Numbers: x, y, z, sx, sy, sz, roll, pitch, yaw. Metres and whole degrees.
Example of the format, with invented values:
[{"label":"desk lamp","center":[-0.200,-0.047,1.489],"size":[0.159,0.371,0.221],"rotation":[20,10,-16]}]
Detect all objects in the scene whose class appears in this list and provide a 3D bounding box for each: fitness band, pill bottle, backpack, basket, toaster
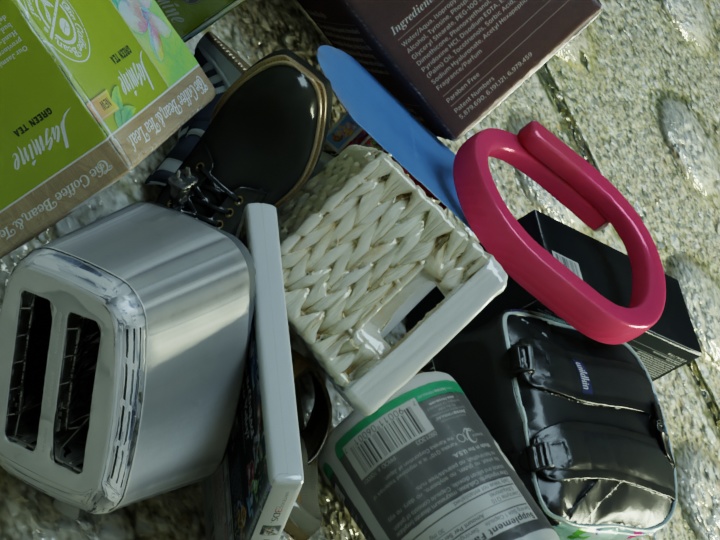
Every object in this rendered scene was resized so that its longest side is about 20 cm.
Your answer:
[{"label":"fitness band","center":[0.148,-0.029,1.773],"size":[0.200,0.037,0.144],"rotation":[37,38,-24]},{"label":"pill bottle","center":[0.066,0.178,1.630],"size":[0.113,0.113,0.200],"rotation":[-1,53,-56]},{"label":"backpack","center":[0.140,0.129,1.779],"size":[0.200,0.150,0.178],"rotation":[7,64,-44]},{"label":"basket","center":[0.000,0.000,1.623],"size":[0.123,0.136,0.200],"rotation":[47,-2,-7]},{"label":"toaster","center":[-0.141,0.048,1.409],"size":[0.113,0.201,0.129],"rotation":[23,25,25]}]

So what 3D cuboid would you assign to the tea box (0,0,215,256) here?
[{"label":"tea box","center":[-0.214,-0.132,1.453],"size":[0.197,0.133,0.200],"rotation":[56,19,-9]}]

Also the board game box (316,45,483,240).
[{"label":"board game box","center":[0.026,-0.082,1.778],"size":[0.200,0.039,0.158],"rotation":[43,15,-17]}]

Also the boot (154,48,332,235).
[{"label":"boot","center":[-0.099,-0.038,1.526],"size":[0.077,0.200,0.138],"rotation":[36,34,3]}]

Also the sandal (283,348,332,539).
[{"label":"sandal","center":[-0.048,0.093,1.611],"size":[0.080,0.054,0.200],"rotation":[41,24,-40]}]

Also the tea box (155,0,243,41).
[{"label":"tea box","center":[-0.141,-0.267,1.663],"size":[0.200,0.196,0.134],"rotation":[56,30,-6]}]

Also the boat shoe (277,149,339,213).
[{"label":"boat shoe","center":[-0.019,-0.063,1.806],"size":[0.200,0.071,0.091],"rotation":[28,27,-39]}]

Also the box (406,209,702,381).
[{"label":"box","center":[0.151,0.042,1.883],"size":[0.200,0.141,0.079],"rotation":[24,42,-46]}]

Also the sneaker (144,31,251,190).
[{"label":"sneaker","center":[-0.107,-0.097,1.707],"size":[0.070,0.109,0.200],"rotation":[39,5,-26]}]

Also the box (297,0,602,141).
[{"label":"box","center":[0.052,-0.232,1.895],"size":[0.200,0.164,0.166],"rotation":[51,-6,-16]}]

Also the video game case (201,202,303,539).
[{"label":"video game case","center":[-0.072,0.091,1.487],"size":[0.023,0.182,0.201],"rotation":[3,54,-14]}]
